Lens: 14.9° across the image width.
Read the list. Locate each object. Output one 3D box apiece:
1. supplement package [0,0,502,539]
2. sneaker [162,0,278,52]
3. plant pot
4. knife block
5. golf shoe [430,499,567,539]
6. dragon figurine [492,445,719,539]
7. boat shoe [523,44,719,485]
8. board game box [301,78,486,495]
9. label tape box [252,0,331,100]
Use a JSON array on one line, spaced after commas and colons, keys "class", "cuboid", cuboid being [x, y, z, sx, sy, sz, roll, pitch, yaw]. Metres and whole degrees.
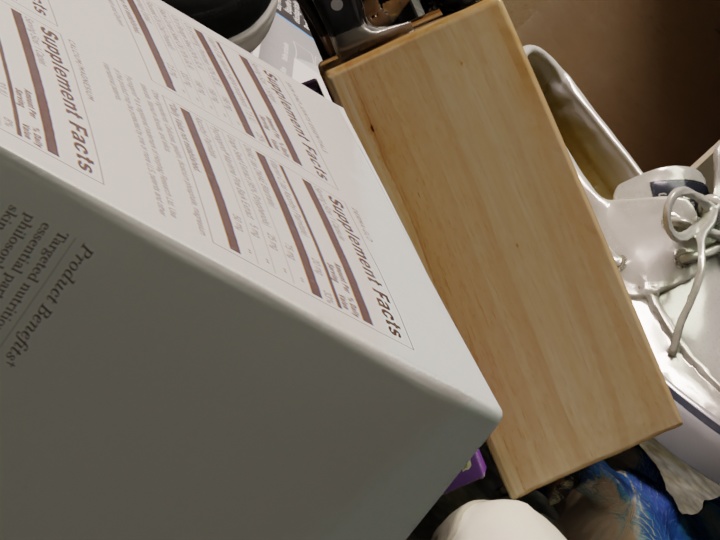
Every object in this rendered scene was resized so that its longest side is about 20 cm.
[{"class": "supplement package", "cuboid": [-0.106, 0.009, 0.604, 0.200, 0.152, 0.151, 29, 19, -28]}, {"class": "sneaker", "cuboid": [-0.117, -0.125, 0.836, 0.199, 0.112, 0.073, 14, 56, -2]}, {"class": "plant pot", "cuboid": [0.149, -0.047, 1.234, 0.177, 0.200, 0.200, 40, 12, -38]}, {"class": "knife block", "cuboid": [0.027, -0.050, 0.899, 0.176, 0.064, 0.200, 65, 2, -52]}, {"class": "golf shoe", "cuboid": [0.089, 0.117, 0.817, 0.078, 0.097, 0.200, 23, 21, -35]}, {"class": "dragon figurine", "cuboid": [0.102, 0.093, 0.968, 0.099, 0.059, 0.200, 36, 17, -8]}, {"class": "boat shoe", "cuboid": [0.107, -0.011, 0.992, 0.074, 0.086, 0.202, 16, 30, -48]}, {"class": "board game box", "cuboid": [0.000, 0.000, 0.900, 0.200, 0.032, 0.120, -106, 176, -82]}, {"class": "label tape box", "cuboid": [-0.093, -0.099, 1.060, 0.200, 0.066, 0.143, 36, 17, -13]}]
